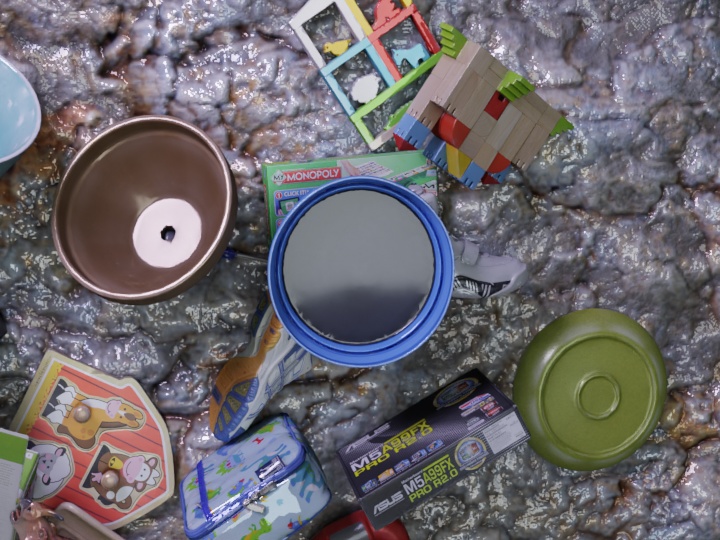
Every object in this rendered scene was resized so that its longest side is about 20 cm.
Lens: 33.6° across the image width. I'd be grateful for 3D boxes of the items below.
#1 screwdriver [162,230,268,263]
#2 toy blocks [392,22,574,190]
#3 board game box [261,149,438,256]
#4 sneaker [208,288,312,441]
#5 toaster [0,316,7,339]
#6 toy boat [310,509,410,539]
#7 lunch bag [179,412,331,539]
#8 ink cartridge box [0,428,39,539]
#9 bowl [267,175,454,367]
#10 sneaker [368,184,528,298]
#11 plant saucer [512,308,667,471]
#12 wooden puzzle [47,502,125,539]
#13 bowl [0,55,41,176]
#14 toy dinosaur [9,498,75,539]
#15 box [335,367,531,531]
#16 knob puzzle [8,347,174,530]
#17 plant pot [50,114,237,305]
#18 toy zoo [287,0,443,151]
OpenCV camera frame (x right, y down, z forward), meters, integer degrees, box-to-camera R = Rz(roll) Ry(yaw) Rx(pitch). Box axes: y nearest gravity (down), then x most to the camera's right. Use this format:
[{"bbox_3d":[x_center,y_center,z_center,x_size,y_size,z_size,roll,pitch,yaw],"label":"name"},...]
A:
[{"bbox_3d":[-0.127,-0.012,1.341,0.197,0.028,0.029,16,126,-19],"label":"screwdriver"},{"bbox_3d":[0.127,-0.157,1.315,0.199,0.100,0.138,31,95,-38],"label":"toy blocks"},{"bbox_3d":[-0.008,-0.060,1.339,0.197,0.029,0.137,-6,99,-14],"label":"board game box"},{"bbox_3d":[-0.097,0.113,1.337,0.087,0.075,0.201,17,113,-40],"label":"sneaker"},{"bbox_3d":[-0.496,0.040,1.232,0.198,0.119,0.183,-28,102,-4],"label":"toaster"},{"bbox_3d":[0.021,0.384,1.371,0.129,0.131,0.202,-25,102,-5],"label":"toy boat"},{"bbox_3d":[-0.119,0.239,1.287,0.160,0.200,0.083,-34,102,-2],"label":"lunch bag"},{"bbox_3d":[-0.412,0.196,1.238,0.146,0.076,0.202,17,127,-6],"label":"ink cartridge box"},{"bbox_3d":[0.000,0.000,1.256,0.197,0.039,0.204,-1,101,-6],"label":"bowl"},{"bbox_3d":[0.094,-0.032,1.316,0.197,0.075,0.117,0,102,-11],"label":"sneaker"},{"bbox_3d":[0.281,0.148,1.431,0.197,0.031,0.203,-2,100,-9],"label":"plant saucer"},{"bbox_3d":[-0.322,0.380,1.356,0.185,0.037,0.200,40,95,-19],"label":"wooden puzzle"},{"bbox_3d":[-0.430,-0.139,1.193,0.199,0.202,0.106,24,128,-13],"label":"bowl"},{"bbox_3d":[-0.301,0.332,1.255,0.135,0.086,0.199,-40,129,20],"label":"toy dinosaur"},{"bbox_3d":[0.077,0.196,1.337,0.198,0.160,0.045,-30,104,-3],"label":"box"},{"bbox_3d":[-0.299,0.211,1.339,0.216,0.030,0.223,-2,99,-10],"label":"knob puzzle"},{"bbox_3d":[-0.218,-0.053,1.260,0.198,0.093,0.204,-3,70,10],"label":"plant pot"},{"bbox_3d":[0.009,-0.253,1.323,0.130,0.020,0.201,-34,103,-3],"label":"toy zoo"}]
